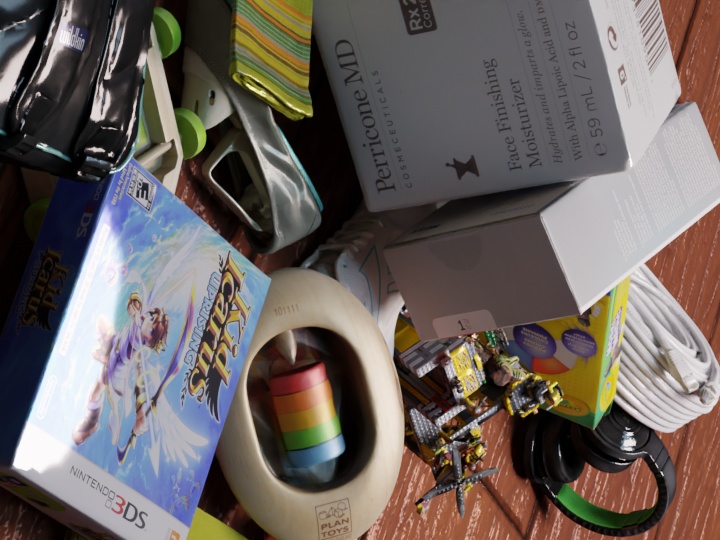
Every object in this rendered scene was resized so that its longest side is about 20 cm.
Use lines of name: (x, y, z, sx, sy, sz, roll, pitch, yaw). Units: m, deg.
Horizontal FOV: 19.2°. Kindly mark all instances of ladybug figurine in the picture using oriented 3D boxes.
ladybug figurine: (-0.041, 0.094, 1.446, 0.135, 0.072, 0.202, -13, 101, -16)

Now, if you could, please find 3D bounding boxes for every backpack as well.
backpack: (-0.191, -0.164, 1.133, 0.175, 0.152, 0.202, 18, 86, -60)

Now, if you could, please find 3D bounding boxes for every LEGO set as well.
LEGO set: (0.087, 0.079, 1.598, 0.153, 0.116, 0.201, -26, 126, -21)

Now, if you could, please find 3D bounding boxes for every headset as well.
headset: (0.196, 0.135, 1.827, 0.201, 0.123, 0.094, 56, 42, -17)

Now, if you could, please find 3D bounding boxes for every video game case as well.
video game case: (-0.140, 0.055, 1.268, 0.181, 0.045, 0.201, 44, 58, -53)

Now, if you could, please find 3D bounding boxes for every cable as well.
cable: (0.230, 0.046, 1.820, 0.200, 0.069, 0.200, 51, 16, 11)

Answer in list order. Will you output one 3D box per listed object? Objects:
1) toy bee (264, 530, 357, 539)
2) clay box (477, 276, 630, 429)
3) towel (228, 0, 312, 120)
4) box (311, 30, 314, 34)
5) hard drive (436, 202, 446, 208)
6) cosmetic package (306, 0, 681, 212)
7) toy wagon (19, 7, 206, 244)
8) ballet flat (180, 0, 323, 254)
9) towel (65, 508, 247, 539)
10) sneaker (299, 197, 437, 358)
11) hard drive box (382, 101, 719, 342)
toy bee: (0.002, 0.255, 1.520, 0.131, 0.108, 0.201, -103, 179, -53)
clay box: (0.149, 0.047, 1.688, 0.048, 0.114, 0.201, -53, 155, -38)
towel: (-0.053, -0.204, 1.383, 0.086, 0.018, 0.202, 30, 58, -56)
box: (-0.065, -0.240, 1.441, 0.200, 0.041, 0.120, 23, 73, -54)
hard drive: (0.087, -0.053, 1.708, 0.200, 0.033, 0.140, -51, 134, -43)
cosmetic package: (0.095, -0.156, 1.472, 0.165, 0.199, 0.166, -50, 126, -59)
toy wagon: (-0.163, -0.109, 1.292, 0.155, 0.039, 0.201, -41, 125, -50)
ballet flat: (-0.083, -0.095, 1.405, 0.064, 0.067, 0.201, -34, 123, -16)
towel: (-0.128, 0.191, 1.381, 0.200, 0.018, 0.087, 41, 61, -53)
sneaker: (0.000, 0.000, 1.538, 0.080, 0.070, 0.201, 42, 55, -38)
hard drive box: (0.139, -0.036, 1.501, 0.200, 0.155, 0.077, -34, 105, -41)
